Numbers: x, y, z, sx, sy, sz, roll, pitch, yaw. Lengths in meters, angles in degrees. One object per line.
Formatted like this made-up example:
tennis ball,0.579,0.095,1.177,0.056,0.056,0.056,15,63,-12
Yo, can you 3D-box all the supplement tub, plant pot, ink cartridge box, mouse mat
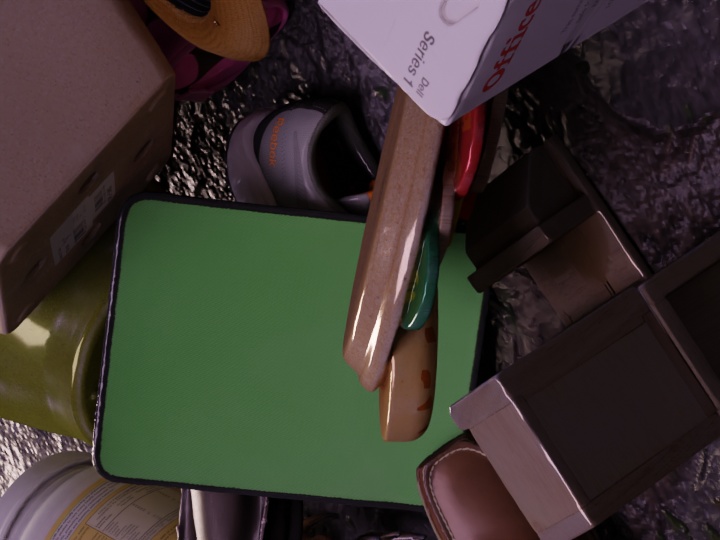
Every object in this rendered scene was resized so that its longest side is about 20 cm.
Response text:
supplement tub,-0.125,0.203,1.659,0.200,0.145,0.146,24,131,37
plant pot,-0.172,0.007,1.523,0.193,0.200,0.201,29,134,36
plant pot,-0.203,-0.086,1.381,0.177,0.200,0.200,38,163,7
ink cartridge box,0.091,-0.167,1.118,0.084,0.200,0.146,44,140,16
mouse mat,-0.035,0.045,1.421,0.008,0.199,0.161,-109,26,-73

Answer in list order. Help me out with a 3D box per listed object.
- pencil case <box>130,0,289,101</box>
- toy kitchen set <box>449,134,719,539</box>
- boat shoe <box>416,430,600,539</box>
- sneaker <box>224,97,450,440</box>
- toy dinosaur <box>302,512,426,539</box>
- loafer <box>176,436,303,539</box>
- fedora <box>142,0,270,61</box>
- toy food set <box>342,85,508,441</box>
pencil case,-0.134,-0.176,1.459,0.200,0.091,0.094,46,110,16
toy kitchen set,0.071,0.044,1.304,0.163,0.180,0.200,57,142,4
boat shoe,0.105,0.173,1.421,0.200,0.076,0.074,52,-174,-6
sneaker,0.000,0.000,1.443,0.079,0.074,0.200,-21,98,46
toy dinosaur,0.032,0.218,1.543,0.200,0.136,0.086,31,139,-15
loafer,-0.075,0.103,1.479,0.073,0.071,0.201,12,98,38
fedora,-0.082,-0.196,1.277,0.201,0.082,0.201,46,161,21
toy food set,0.032,-0.034,1.303,0.049,0.200,0.198,13,134,-2
